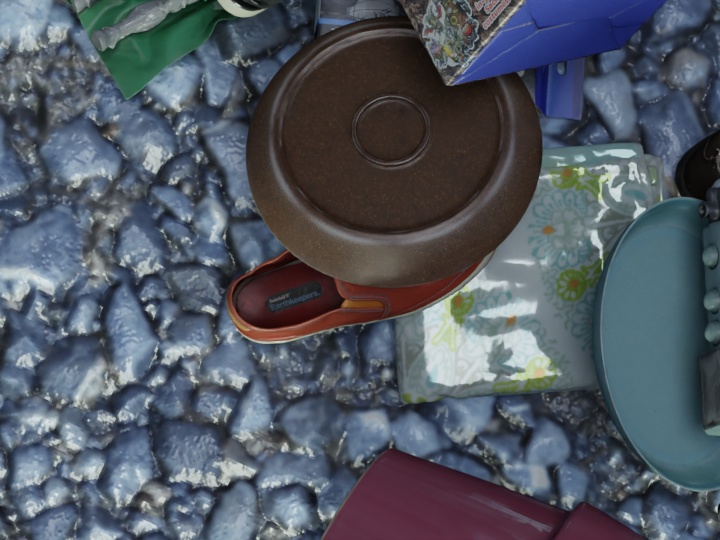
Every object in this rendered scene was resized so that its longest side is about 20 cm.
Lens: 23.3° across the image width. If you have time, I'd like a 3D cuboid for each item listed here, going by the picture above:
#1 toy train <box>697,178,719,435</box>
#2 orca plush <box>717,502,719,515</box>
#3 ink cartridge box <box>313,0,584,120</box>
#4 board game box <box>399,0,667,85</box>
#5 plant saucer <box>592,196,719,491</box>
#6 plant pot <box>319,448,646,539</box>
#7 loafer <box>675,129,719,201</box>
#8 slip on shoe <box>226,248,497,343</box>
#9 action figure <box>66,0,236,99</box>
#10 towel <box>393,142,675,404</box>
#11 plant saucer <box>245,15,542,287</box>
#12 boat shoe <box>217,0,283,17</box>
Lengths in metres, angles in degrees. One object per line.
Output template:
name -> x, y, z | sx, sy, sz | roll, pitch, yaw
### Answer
toy train -> 0.284, 0.027, 1.173 | 0.114, 0.085, 0.201 | 3, 78, -16
orca plush -> 0.289, 0.183, 1.229 | 0.105, 0.071, 0.201 | 11, 88, -50
ink cartridge box -> 0.067, -0.165, 1.233 | 0.199, 0.039, 0.100 | 4, 84, -7
board game box -> 0.091, -0.237, 1.118 | 0.159, 0.097, 0.200 | -16, 71, -36
plant saucer -> 0.221, 0.050, 1.194 | 0.200, 0.027, 0.201 | 7, 80, -41
plant pot -> 0.063, 0.214, 1.135 | 0.179, 0.200, 0.200 | 31, 83, 13
loafer -> 0.318, -0.107, 1.238 | 0.200, 0.071, 0.073 | -39, 90, -8
slip on shoe -> 0.000, 0.000, 1.172 | 0.200, 0.061, 0.074 | -19, 82, 11
action figure -> -0.104, -0.217, 1.213 | 0.200, 0.055, 0.118 | -30, 86, -12
towel -> 0.120, 0.001, 1.220 | 0.199, 0.048, 0.172 | -4, 85, -6
plant saucer -> 0.021, -0.088, 1.155 | 0.200, 0.035, 0.201 | -2, 68, 5
boat shoe -> -0.026, -0.236, 1.159 | 0.074, 0.063, 0.201 | 54, 43, -14
